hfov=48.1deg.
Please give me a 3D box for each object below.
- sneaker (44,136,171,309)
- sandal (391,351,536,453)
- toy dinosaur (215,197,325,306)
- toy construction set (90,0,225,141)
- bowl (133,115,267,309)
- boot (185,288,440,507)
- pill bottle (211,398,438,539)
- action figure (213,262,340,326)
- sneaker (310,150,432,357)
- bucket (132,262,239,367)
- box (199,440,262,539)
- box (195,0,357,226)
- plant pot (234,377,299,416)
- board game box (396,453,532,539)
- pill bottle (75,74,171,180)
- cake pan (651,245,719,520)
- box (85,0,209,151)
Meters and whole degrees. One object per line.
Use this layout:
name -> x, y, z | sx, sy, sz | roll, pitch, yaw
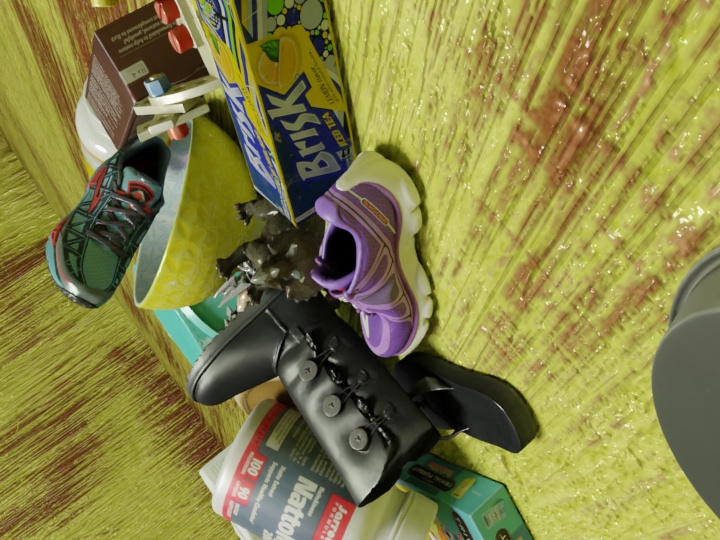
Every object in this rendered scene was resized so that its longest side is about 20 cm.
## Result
sneaker -> -0.237, -0.059, 0.778 | 0.079, 0.203, 0.095 | 32, 134, -28
sandal -> 0.070, 0.114, 0.687 | 0.077, 0.042, 0.199 | 59, 160, -9
toy dinosaur -> -0.063, -0.033, 0.685 | 0.077, 0.101, 0.202 | 53, -152, -34
toy construction set -> -0.143, -0.187, 0.594 | 0.092, 0.130, 0.202 | 38, 154, 39
bowl -> -0.155, -0.050, 0.831 | 0.106, 0.205, 0.199 | 15, 173, -22
boot -> -0.047, 0.122, 0.707 | 0.200, 0.165, 0.065 | 47, -166, 19
pill bottle -> -0.031, 0.220, 0.774 | 0.197, 0.121, 0.120 | 25, 153, 8
action figure -> -0.062, 0.048, 0.807 | 0.201, 0.128, 0.070 | 54, -158, -34
sneaker -> 0.000, 0.000, 0.620 | 0.080, 0.083, 0.202 | 39, 155, 37
bucket -> -0.174, 0.031, 0.986 | 0.207, 0.134, 0.209 | 44, 157, 24
box -> -0.074, 0.257, 1.006 | 0.106, 0.199, 0.154 | 34, 152, 40
box -> -0.056, -0.135, 0.563 | 0.064, 0.069, 0.203 | 40, 154, 40
plant pot -> -0.046, 0.140, 0.836 | 0.195, 0.028, 0.202 | 9, 147, 6
board game box -> 0.109, 0.272, 0.832 | 0.153, 0.047, 0.199 | 61, 160, -12
pill bottle -> -0.284, -0.165, 0.975 | 0.114, 0.112, 0.200 | 53, 160, 5
cake pan -> 0.205, 0.079, 0.339 | 0.200, 0.036, 0.202 | 46, 157, 26
box -> -0.203, -0.187, 0.777 | 0.076, 0.099, 0.199 | 59, 159, -9
